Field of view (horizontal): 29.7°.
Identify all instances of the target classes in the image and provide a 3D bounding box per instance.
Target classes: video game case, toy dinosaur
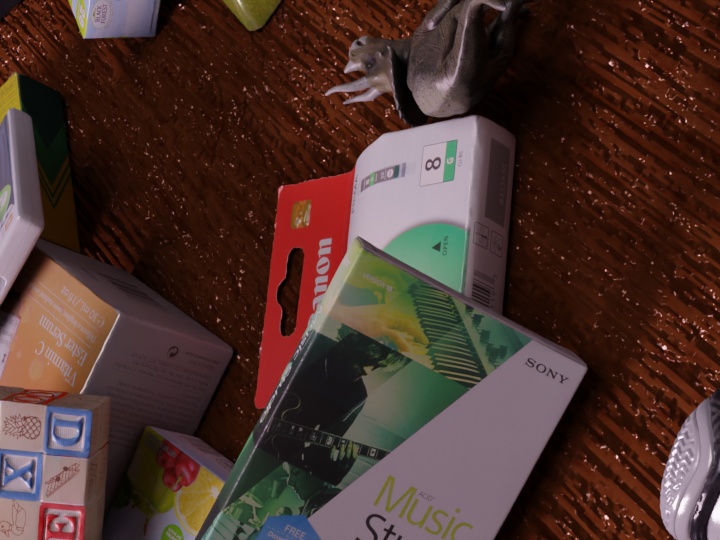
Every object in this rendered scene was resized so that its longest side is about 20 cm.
[{"bbox_3d":[-0.288,-0.006,1.003,0.183,0.023,0.200,-57,27,16],"label":"video game case"},{"bbox_3d":[0.059,-0.126,0.801,0.103,0.076,0.200,-63,21,1],"label":"toy dinosaur"}]

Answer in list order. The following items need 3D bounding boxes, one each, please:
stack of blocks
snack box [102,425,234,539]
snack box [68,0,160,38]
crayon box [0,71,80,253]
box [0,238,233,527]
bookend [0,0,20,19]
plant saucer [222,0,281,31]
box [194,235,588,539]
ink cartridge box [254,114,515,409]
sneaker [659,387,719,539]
[{"bbox_3d":[-0.221,0.175,0.835,0.114,0.059,0.202,5,93,1],"label":"stack of blocks"},{"bbox_3d":[-0.091,0.203,0.843,0.199,0.053,0.143,25,93,44],"label":"snack box"},{"bbox_3d":[-0.208,-0.313,1.087,0.201,0.067,0.170,61,147,37],"label":"snack box"},{"bbox_3d":[-0.295,-0.046,1.123,0.126,0.051,0.202,-32,54,29],"label":"crayon box"},{"bbox_3d":[-0.207,0.102,0.949,0.152,0.106,0.201,29,94,44],"label":"box"},{"bbox_3d":[-0.412,-0.308,1.300,0.199,0.092,0.200,-32,55,28],"label":"bookend"},{"bbox_3d":[-0.080,-0.315,1.034,0.201,0.048,0.200,-52,48,15],"label":"plant saucer"},{"bbox_3d":[0.013,0.103,0.729,0.201,0.143,0.036,-62,12,4],"label":"box"},{"bbox_3d":[0.000,0.000,0.843,0.199,0.050,0.163,-7,69,38],"label":"ink cartridge box"},{"bbox_3d":[0.220,0.052,0.608,0.114,0.075,0.202,27,98,44],"label":"sneaker"}]
